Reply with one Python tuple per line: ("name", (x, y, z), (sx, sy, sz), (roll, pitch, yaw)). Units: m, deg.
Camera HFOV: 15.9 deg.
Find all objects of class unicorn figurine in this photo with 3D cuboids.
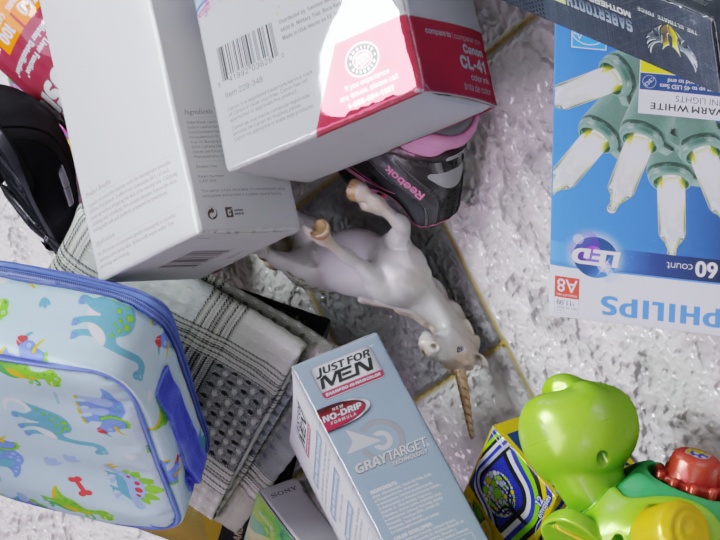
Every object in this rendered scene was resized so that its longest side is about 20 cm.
("unicorn figurine", (0.000, 0.000, 1.587), (0.200, 0.074, 0.137), (33, 170, 47))

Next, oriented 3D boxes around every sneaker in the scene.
("sneaker", (-0.009, -0.087, 1.587), (0.199, 0.079, 0.096), (31, 138, 39))

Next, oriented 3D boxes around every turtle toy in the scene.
("turtle toy", (0.160, 0.145, 1.442), (0.200, 0.101, 0.145), (44, 143, -16))

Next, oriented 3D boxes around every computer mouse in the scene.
("computer mouse", (-0.220, -0.078, 1.700), (0.140, 0.046, 0.200), (47, 167, 38))

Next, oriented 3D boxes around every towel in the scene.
("towel", (-0.125, 0.071, 1.657), (0.199, 0.035, 0.193), (29, 130, -3))

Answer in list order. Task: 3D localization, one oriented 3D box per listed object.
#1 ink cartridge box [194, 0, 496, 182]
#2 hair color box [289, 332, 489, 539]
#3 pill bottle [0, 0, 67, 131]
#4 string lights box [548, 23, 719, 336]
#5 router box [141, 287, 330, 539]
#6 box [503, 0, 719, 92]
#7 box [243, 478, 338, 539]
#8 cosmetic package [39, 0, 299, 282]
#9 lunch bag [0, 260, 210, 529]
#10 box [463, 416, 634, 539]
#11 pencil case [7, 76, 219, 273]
("ink cartridge box", (-0.018, -0.168, 1.484), (0.147, 0.085, 0.202), (-20, 74, 34))
("hair color box", (0.025, 0.149, 1.523), (0.201, 0.060, 0.099), (61, 163, 27))
("pill bottle", (-0.147, -0.126, 1.673), (0.200, 0.113, 0.113), (41, 135, 10))
("string lights box", (0.155, -0.071, 1.368), (0.102, 0.059, 0.201), (6, 118, 14))
("router box", (-0.116, 0.094, 1.728), (0.156, 0.052, 0.201), (19, 130, 6))
("box", (0.152, -0.178, 1.285), (0.199, 0.158, 0.051), (28, 147, 37))
("box", (-0.038, 0.257, 1.699), (0.144, 0.036, 0.201), (48, 137, 34))
("cosmetic package", (-0.118, -0.103, 1.545), (0.107, 0.084, 0.202), (-22, 75, 46))
("lunch bag", (-0.177, 0.078, 1.586), (0.160, 0.083, 0.201), (9, 148, 16))
("box", (0.093, 0.175, 1.576), (0.064, 0.070, 0.201), (47, 136, 30))
("pencil case", (-0.166, -0.073, 1.760), (0.201, 0.087, 0.087), (60, 140, 13))
